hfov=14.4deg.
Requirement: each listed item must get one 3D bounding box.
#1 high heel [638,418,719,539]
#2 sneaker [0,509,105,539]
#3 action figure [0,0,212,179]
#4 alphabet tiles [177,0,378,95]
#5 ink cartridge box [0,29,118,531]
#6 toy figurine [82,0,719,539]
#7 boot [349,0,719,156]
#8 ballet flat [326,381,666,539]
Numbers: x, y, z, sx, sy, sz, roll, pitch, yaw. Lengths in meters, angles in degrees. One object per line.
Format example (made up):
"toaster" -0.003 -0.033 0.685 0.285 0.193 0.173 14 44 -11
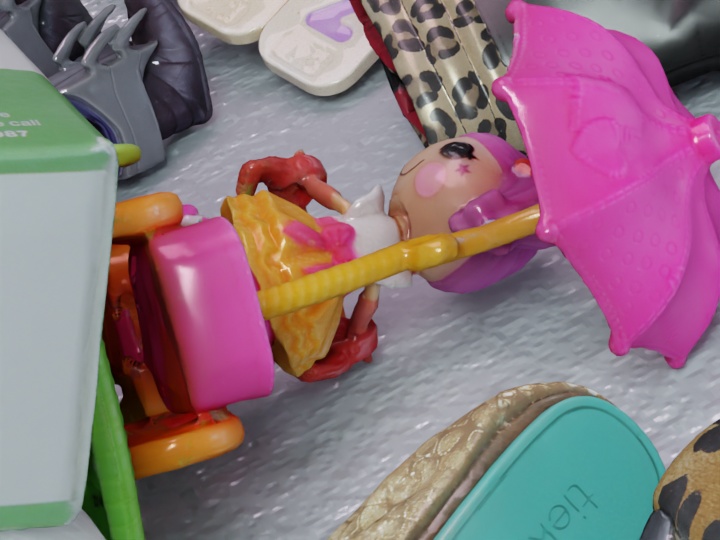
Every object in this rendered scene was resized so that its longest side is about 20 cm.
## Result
"high heel" 0.117 0.065 0.520 0.199 0.072 0.143 -3 39 50
"sneaker" -0.140 0.101 0.619 0.199 0.075 0.089 -18 33 29
"action figure" -0.137 -0.020 0.881 0.130 0.070 0.200 8 44 38
"alphabet tiles" 0.010 -0.151 0.958 0.200 0.015 0.196 32 71 33
"ink cartridge box" -0.152 -0.020 0.600 0.145 0.088 0.200 -3 25 -24
"toy figurine" 0.000 0.000 0.715 0.183 0.151 0.200 -16 0 -14
"boot" 0.064 -0.114 0.858 0.150 0.073 0.201 -25 49 2
"ballet flat" -0.009 0.100 0.589 0.200 0.071 0.065 -39 4 -33
